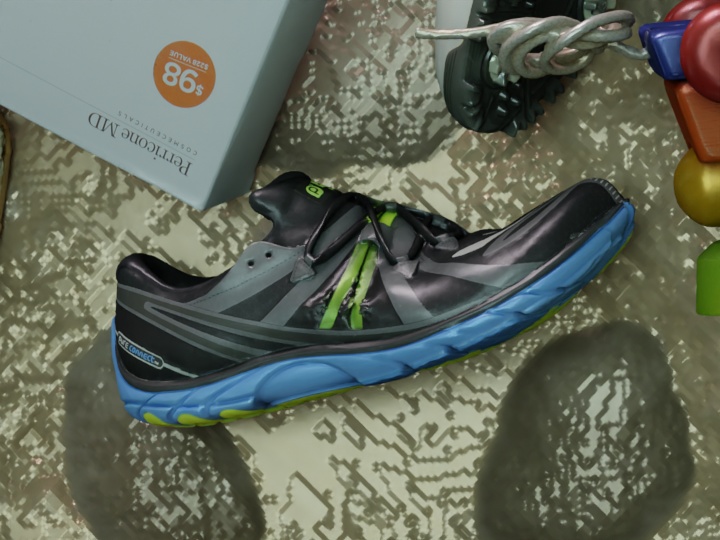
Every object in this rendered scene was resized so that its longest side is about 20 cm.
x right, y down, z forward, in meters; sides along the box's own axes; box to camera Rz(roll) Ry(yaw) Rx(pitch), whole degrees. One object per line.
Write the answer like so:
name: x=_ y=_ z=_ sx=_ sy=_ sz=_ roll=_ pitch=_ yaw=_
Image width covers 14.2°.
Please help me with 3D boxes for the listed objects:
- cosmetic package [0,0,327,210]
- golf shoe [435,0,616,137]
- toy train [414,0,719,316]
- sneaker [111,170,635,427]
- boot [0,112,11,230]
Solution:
cosmetic package: x=-0.106 y=-0.134 z=1.063 sx=0.200 sy=0.052 sz=0.151 roll=27 pitch=110 yaw=14
golf shoe: x=0.051 y=-0.148 z=1.048 sx=0.088 sy=0.077 sz=0.201 roll=9 pitch=87 yaw=37
toy train: x=0.123 y=-0.036 z=0.995 sx=0.199 sy=0.085 sz=0.116 roll=-6 pitch=97 yaw=1
sneaker: x=0.000 y=0.000 z=1.036 sx=0.199 sy=0.071 sz=0.083 roll=-15 pitch=88 yaw=15
boot: x=-0.245 y=0.010 z=1.100 sx=0.199 sy=0.066 sz=0.176 roll=8 pitch=87 yaw=13
